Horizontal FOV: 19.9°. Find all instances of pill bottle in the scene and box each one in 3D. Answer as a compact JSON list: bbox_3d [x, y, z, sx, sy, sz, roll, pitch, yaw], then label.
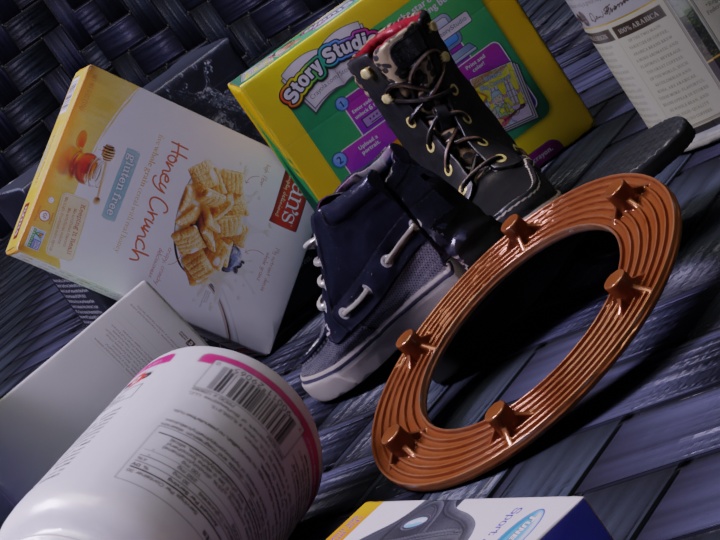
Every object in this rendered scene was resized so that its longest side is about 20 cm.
[{"bbox_3d":[-0.104,0.129,0.982,0.113,0.113,0.200,-28,12,32],"label":"pill bottle"}]

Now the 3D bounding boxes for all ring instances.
[{"bbox_3d":[0.076,0.025,1.017,0.200,0.019,0.200,-41,20,19],"label":"ring"}]

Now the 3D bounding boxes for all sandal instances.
[{"bbox_3d":[0.114,-0.006,1.119,0.200,0.048,0.075,-45,8,19],"label":"sandal"}]

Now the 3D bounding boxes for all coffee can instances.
[{"bbox_3d":[0.191,-0.193,1.251,0.146,0.200,0.146,-33,11,7],"label":"coffee can"}]

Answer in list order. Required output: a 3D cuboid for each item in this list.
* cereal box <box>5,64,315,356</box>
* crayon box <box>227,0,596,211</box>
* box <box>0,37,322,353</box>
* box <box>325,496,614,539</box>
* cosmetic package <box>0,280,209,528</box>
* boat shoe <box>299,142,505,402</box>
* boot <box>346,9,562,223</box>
[{"bbox_3d":[-0.133,-0.040,1.460,0.040,0.200,0.144,-11,59,66],"label":"cereal box"},{"bbox_3d":[0.037,-0.118,1.464,0.200,0.173,0.058,-36,11,-6],"label":"crayon box"},{"bbox_3d":[-0.133,-0.035,1.548,0.197,0.200,0.117,-39,12,-17],"label":"box"},{"bbox_3d":[0.016,0.137,0.788,0.119,0.041,0.200,-40,10,-26],"label":"box"},{"bbox_3d":[-0.195,0.108,1.370,0.200,0.085,0.108,-42,-2,-44],"label":"cosmetic package"},{"bbox_3d":[0.000,0.000,1.199,0.200,0.093,0.075,-42,7,46],"label":"boat shoe"},{"bbox_3d":[0.060,-0.088,1.323,0.073,0.151,0.200,-34,11,5],"label":"boot"}]
